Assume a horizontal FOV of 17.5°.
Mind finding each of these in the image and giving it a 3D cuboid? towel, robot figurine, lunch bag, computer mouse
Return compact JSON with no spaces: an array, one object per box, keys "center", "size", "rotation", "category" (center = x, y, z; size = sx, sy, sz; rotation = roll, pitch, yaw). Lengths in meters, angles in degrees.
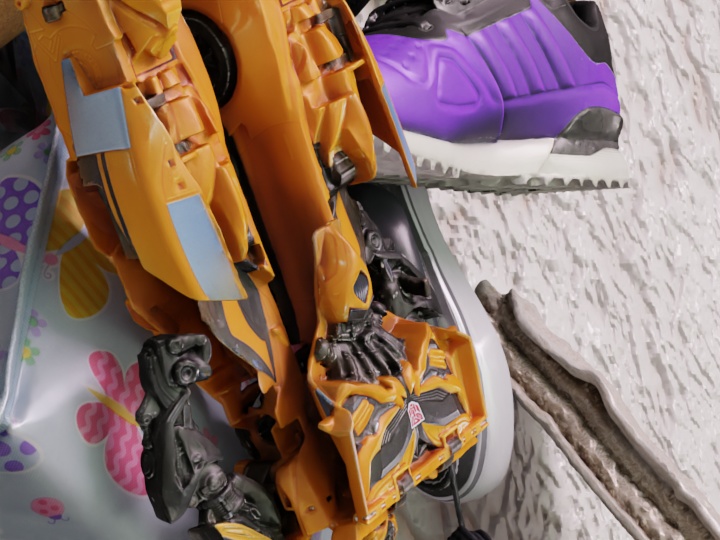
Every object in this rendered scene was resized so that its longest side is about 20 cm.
[{"center":[0.119,0.090,0.957],"size":[0.200,0.034,0.133],"rotation":[51,5,22],"category":"towel"},{"center":[-0.024,-0.006,0.687],"size":[0.145,0.058,0.200],"rotation":[-35,107,-50],"category":"robot figurine"},{"center":[-0.080,0.026,0.756],"size":[0.170,0.127,0.200],"rotation":[47,35,-35],"category":"lunch bag"},{"center":[0.020,0.066,0.859],"size":[0.034,0.059,0.200],"rotation":[-16,90,-10],"category":"computer mouse"}]

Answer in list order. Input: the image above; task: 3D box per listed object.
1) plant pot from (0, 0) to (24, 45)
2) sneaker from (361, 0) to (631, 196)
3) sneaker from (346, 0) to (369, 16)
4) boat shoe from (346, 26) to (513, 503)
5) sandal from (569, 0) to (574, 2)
[{"center":[-0.133,-0.148,0.705],"size":[0.186,0.186,0.200],"rotation":[46,61,-34],"category":"plant pot"},{"center":[0.028,-0.082,0.870],"size":[0.200,0.069,0.100],"rotation":[4,87,-50],"category":"sneaker"},{"center":[-0.059,-0.125,0.841],"size":[0.104,0.060,0.200],"rotation":[51,27,9],"category":"sneaker"},{"center":[0.000,0.000,0.916],"size":[0.066,0.070,0.200],"rotation":[-17,92,-45],"category":"boat shoe"},{"center":[0.014,-0.170,1.001],"size":[0.200,0.055,0.082],"rotation":[22,55,-31],"category":"sandal"}]
